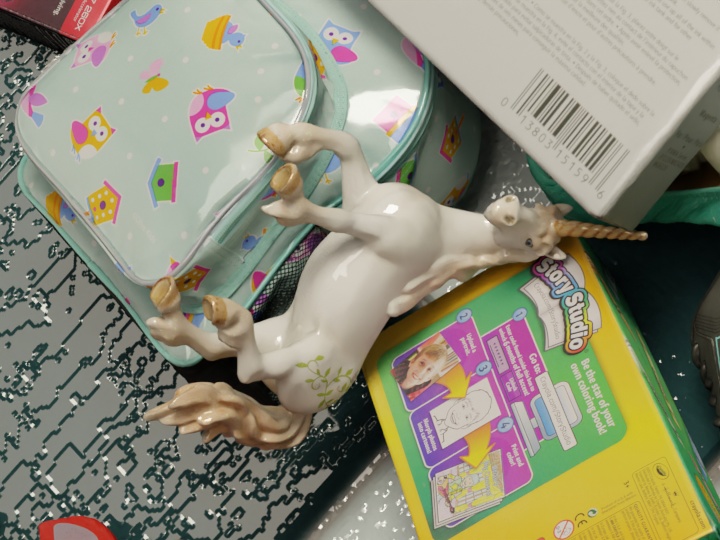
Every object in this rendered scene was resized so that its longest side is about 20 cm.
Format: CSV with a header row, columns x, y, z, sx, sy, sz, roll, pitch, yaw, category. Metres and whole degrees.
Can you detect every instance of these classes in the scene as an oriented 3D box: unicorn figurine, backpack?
x,y,z,sx,sy,sz,roll,pitch,yaw,category
0.000,0.000,0.983,0.200,0.137,0.074,-45,38,21,unicorn figurine
-0.049,-0.061,1.068,0.200,0.153,0.176,-41,56,-4,backpack

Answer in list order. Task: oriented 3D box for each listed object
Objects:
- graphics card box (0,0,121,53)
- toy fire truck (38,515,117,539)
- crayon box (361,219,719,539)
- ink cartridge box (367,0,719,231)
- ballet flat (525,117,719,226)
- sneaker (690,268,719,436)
x,y,z,sx,sy,sz,roll,pitch,yaw,category
-0.181,-0.195,1.225,0.199,0.051,0.126,24,82,29,graphics card box
-0.211,0.149,1.090,0.199,0.049,0.141,-11,27,-7,toy fire truck
0.080,0.083,0.972,0.118,0.058,0.200,-30,41,10,crayon box
0.096,-0.147,0.961,0.200,0.043,0.174,46,105,26,ink cartridge box
0.149,-0.055,0.986,0.199,0.070,0.068,-6,58,46,ballet flat
0.184,0.052,0.982,0.079,0.075,0.201,0,64,37,sneaker
